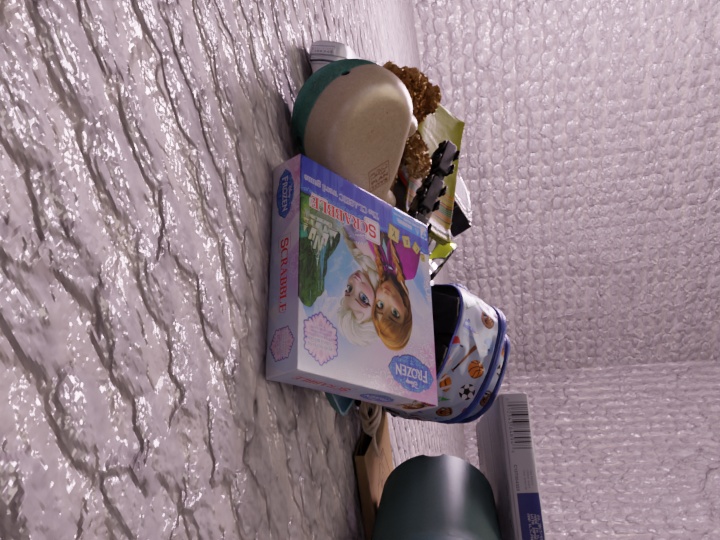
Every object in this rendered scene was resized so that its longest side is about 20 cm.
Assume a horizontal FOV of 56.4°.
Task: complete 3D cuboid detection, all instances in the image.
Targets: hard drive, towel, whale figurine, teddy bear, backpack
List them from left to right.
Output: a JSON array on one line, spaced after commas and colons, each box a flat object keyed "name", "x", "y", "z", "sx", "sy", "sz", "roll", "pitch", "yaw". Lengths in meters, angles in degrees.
[{"name": "whale figurine", "x": -0.011, "y": -0.136, "z": 0.738, "sx": 0.104, "sy": 0.158, "sz": 0.202, "roll": 42, "pitch": -22, "yaw": 34}, {"name": "teddy bear", "x": 0.024, "y": -0.152, "z": 0.833, "sx": 0.200, "sy": 0.066, "sz": 0.147, "roll": -50, "pitch": -123, "yaw": 43}, {"name": "hard drive", "x": 0.098, "y": -0.162, "z": 0.982, "sx": 0.201, "sy": 0.038, "sz": 0.140, "roll": 53, "pitch": 21, "yaw": -17}, {"name": "towel", "x": 0.102, "y": -0.139, "z": 0.904, "sx": 0.085, "sy": 0.018, "sz": 0.203, "roll": 31, "pitch": 58, "yaw": -34}, {"name": "backpack", "x": 0.101, "y": 0.110, "z": 0.854, "sx": 0.190, "sy": 0.152, "sz": 0.203, "roll": 154, "pitch": -45, "yaw": -71}]

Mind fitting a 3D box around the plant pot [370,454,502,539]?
[{"name": "plant pot", "x": 0.090, "y": 0.339, "z": 0.789, "sx": 0.197, "sy": 0.196, "sz": 0.204, "roll": -74, "pitch": 156, "yaw": -65}]

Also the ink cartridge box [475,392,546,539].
[{"name": "ink cartridge box", "x": 0.190, "y": 0.277, "z": 0.863, "sx": 0.201, "sy": 0.042, "sz": 0.200, "roll": 85, "pitch": 2, "yaw": -67}]

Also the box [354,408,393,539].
[{"name": "box", "x": 0.027, "y": 0.309, "z": 0.933, "sx": 0.164, "sy": 0.021, "sz": 0.204, "roll": -54, "pitch": 138, "yaw": -73}]

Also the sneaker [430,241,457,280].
[{"name": "sneaker", "x": 0.077, "y": -0.009, "z": 1.040, "sx": 0.200, "sy": 0.081, "sz": 0.074, "roll": -40, "pitch": 165, "yaw": -54}]

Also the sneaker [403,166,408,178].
[{"name": "sneaker", "x": 0.044, "y": -0.126, "z": 1.027, "sx": 0.078, "sy": 0.097, "sz": 0.204, "roll": -92, "pitch": 175, "yaw": -79}]

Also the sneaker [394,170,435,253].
[{"name": "sneaker", "x": 0.033, "y": -0.103, "z": 0.945, "sx": 0.081, "sy": 0.077, "sz": 0.202, "roll": -23, "pitch": 83, "yaw": -44}]

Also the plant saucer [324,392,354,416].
[{"name": "plant saucer", "x": 0.008, "y": 0.058, "z": 0.698, "sx": 0.200, "sy": 0.019, "sz": 0.071, "roll": -51, "pitch": 124, "yaw": -49}]

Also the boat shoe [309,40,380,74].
[{"name": "boat shoe", "x": -0.024, "y": -0.244, "z": 0.867, "sx": 0.200, "sy": 0.072, "sz": 0.068, "roll": -18, "pitch": 117, "yaw": -69}]

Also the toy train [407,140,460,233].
[{"name": "toy train", "x": 0.079, "y": -0.086, "z": 0.828, "sx": 0.034, "sy": 0.046, "sz": 0.202, "roll": 35, "pitch": 52, "yaw": -14}]

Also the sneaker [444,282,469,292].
[{"name": "sneaker", "x": 0.099, "y": 0.109, "z": 1.050, "sx": 0.077, "sy": 0.201, "sz": 0.085, "roll": 34, "pitch": 15, "yaw": -14}]

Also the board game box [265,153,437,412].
[{"name": "board game box", "x": -0.002, "y": 0.020, "z": 0.646, "sx": 0.198, "sy": 0.041, "sz": 0.203, "roll": 22, "pitch": 58, "yaw": -44}]

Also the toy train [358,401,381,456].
[{"name": "toy train", "x": -0.003, "y": 0.113, "z": 0.747, "sx": 0.115, "sy": 0.083, "sz": 0.204, "roll": 11, "pitch": 74, "yaw": -68}]

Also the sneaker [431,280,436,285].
[{"name": "sneaker", "x": 0.065, "y": 0.036, "z": 1.133, "sx": 0.200, "sy": 0.115, "sz": 0.081, "roll": 53, "pitch": 36, "yaw": -6}]

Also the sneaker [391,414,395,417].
[{"name": "sneaker", "x": 0.062, "y": 0.114, "z": 1.002, "sx": 0.081, "sy": 0.085, "sz": 0.203, "roll": 68, "pitch": 8, "yaw": -62}]
